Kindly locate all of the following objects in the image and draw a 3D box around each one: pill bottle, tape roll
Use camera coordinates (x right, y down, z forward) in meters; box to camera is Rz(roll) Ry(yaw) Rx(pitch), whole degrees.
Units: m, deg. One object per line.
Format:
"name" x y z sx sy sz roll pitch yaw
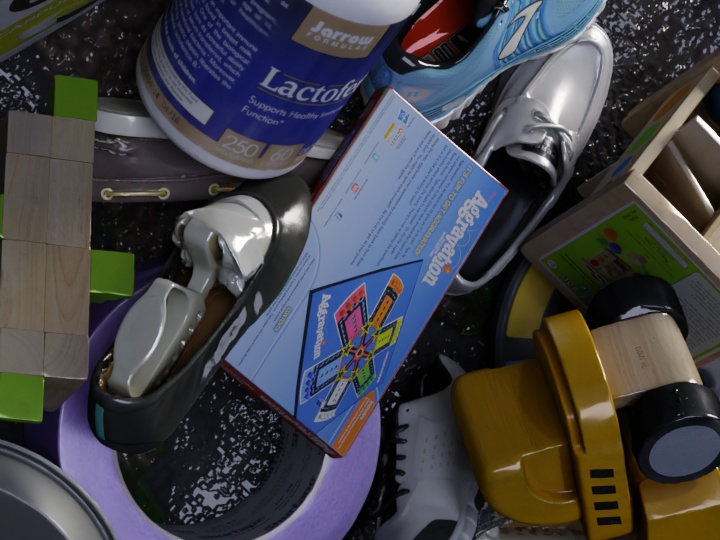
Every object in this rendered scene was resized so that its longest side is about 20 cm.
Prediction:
"pill bottle" -0.034 -0.154 1.456 0.116 0.200 0.116 22 41 -20
"tape roll" -0.094 0.093 1.555 0.200 0.085 0.200 -2 94 -21

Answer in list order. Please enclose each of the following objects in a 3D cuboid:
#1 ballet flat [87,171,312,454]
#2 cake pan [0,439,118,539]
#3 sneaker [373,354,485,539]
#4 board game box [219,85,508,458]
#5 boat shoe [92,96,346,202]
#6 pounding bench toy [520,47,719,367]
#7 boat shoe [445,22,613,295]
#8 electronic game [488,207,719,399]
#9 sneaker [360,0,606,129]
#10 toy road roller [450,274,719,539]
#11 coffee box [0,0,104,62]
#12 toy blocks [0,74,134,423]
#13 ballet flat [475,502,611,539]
"ballet flat" -0.088 0.013 1.458 0.200 0.068 0.068 -60 155 -23
"cake pan" -0.231 0.191 1.486 0.200 0.037 0.200 1 107 3
"sneaker" 0.034 0.130 1.566 0.080 0.074 0.200 43 39 -10
"board game box" 0.000 0.000 1.537 0.103 0.019 0.200 40 67 -18
"boat shoe" -0.077 -0.061 1.559 0.200 0.072 0.060 5 103 -30
"pounding bench toy" 0.236 -0.013 1.608 0.200 0.124 0.156 45 58 -6
"boat shoe" 0.103 -0.072 1.631 0.072 0.066 0.200 40 79 -18
"electronic game" 0.175 0.050 1.680 0.200 0.042 0.200 -1 93 -21
"sneaker" 0.087 -0.164 1.595 0.200 0.090 0.078 -42 75 -15
"toy road roller" 0.136 0.108 1.546 0.146 0.123 0.200 -14 136 -2
"coffee box" -0.177 -0.255 1.419 0.200 0.198 0.200 -34 89 -17
"toy blocks" -0.195 0.004 1.488 0.100 0.137 0.200 6 72 -20
"ballet flat" 0.138 0.176 1.646 0.200 0.072 0.072 1 93 -14
